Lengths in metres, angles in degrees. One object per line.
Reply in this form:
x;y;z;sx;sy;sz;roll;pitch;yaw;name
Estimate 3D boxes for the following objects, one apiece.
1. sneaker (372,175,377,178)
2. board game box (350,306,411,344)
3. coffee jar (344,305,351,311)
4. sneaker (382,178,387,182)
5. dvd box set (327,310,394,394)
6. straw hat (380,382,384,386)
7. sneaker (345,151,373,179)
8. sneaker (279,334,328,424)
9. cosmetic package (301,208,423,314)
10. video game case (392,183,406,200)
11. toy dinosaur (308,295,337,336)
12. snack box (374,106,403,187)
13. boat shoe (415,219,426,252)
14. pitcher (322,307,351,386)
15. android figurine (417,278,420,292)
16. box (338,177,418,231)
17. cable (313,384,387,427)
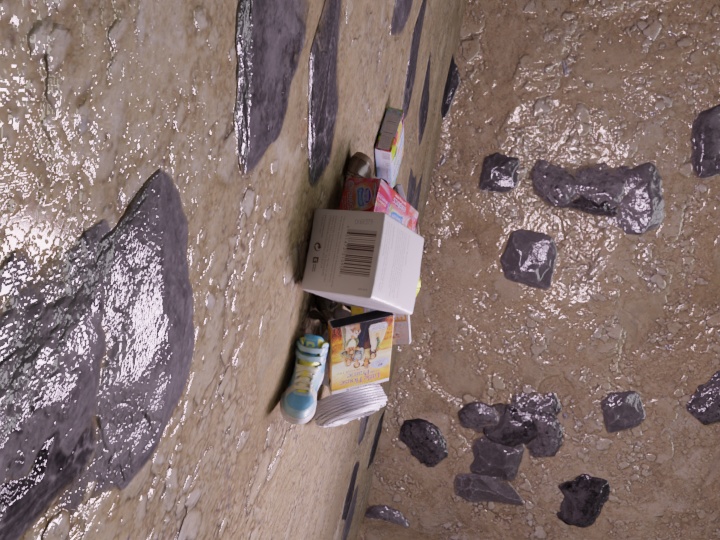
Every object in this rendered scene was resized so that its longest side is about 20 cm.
0.017;-0.161;1.716;0.071;0.097;0.203;105;-27;-54;sneaker
0.043;0.065;1.538;0.034;0.131;0.205;-27;113;-79;board game box
0.000;0.000;1.714;0.105;0.084;0.202;52;43;-36;coffee jar
0.079;-0.162;1.808;0.077;0.144;0.206;44;53;-44;sneaker
-0.001;0.179;1.485;0.030;0.143;0.203;-120;-154;-48;dvd box set
0.027;0.194;1.765;0.201;0.083;0.206;-173;-90;-84;straw hat
-0.006;-0.194;1.588;0.076;0.070;0.201;-56;158;-19;sneaker
-0.115;0.209;1.395;0.201;0.078;0.133;-79;179;-62;sneaker
0.010;-0.016;1.370;0.199;0.162;0.168;26;73;-59;cosmetic package
0.098;-0.111;1.898;0.182;0.022;0.204;136;-58;-62;video game case
-0.071;0.054;1.514;0.200;0.076;0.104;-69;180;-68;toy dinosaur
0.084;-0.337;1.907;0.201;0.052;0.145;83;23;-64;snack box
0.148;-0.064;1.919;0.075;0.073;0.206;-130;-141;-50;boat shoe
-0.021;0.186;1.627;0.201;0.168;0.123;-65;156;-54;pitcher
0.109;-0.004;1.840;0.182;0.040;0.204;149;-69;-65;android figurine
0.041;-0.121;1.521;0.199;0.093;0.105;33;68;-55;box
-0.027;0.345;1.742;0.198;0.198;0.070;3;64;-52;cable
